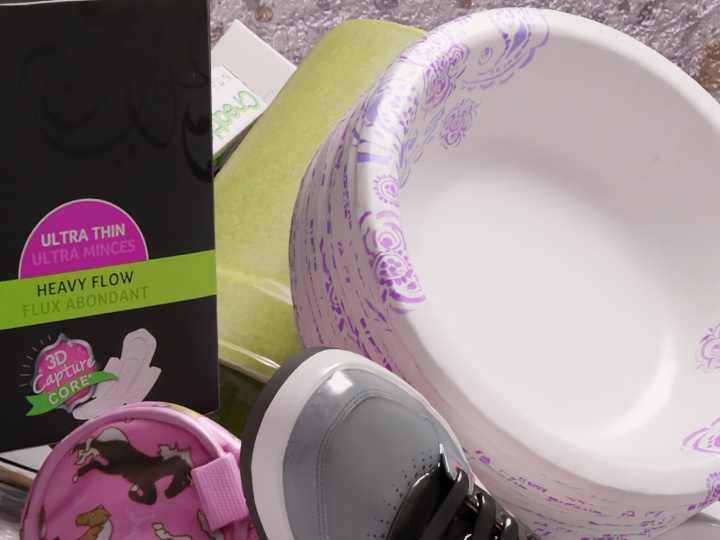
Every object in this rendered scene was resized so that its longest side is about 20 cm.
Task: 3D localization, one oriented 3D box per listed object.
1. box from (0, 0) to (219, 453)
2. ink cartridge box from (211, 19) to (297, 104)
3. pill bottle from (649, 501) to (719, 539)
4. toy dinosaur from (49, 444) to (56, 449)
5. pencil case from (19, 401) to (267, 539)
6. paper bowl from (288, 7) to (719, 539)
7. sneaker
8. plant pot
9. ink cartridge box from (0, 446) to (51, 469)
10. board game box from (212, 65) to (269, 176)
[{"bbox_3d":[-0.161,-0.019,0.710,0.199,0.150,0.124,-9,15,-31],"label":"box"},{"bbox_3d":[-0.009,-0.048,1.193,0.200,0.068,0.116,39,-1,-1],"label":"ink cartridge box"},{"bbox_3d":[0.106,0.136,0.906,0.109,0.110,0.200,20,-2,-12],"label":"pill bottle"},{"bbox_3d":[-0.122,0.091,1.021,0.200,0.060,0.106,44,7,21],"label":"toy dinosaur"},{"bbox_3d":[-0.035,0.096,0.750,0.086,0.083,0.200,32,3,24],"label":"pencil case"},{"bbox_3d":[0.066,0.011,0.808,0.200,0.202,0.104,20,-35,-19],"label":"paper bowl"},{"bbox_3d":[0.049,0.106,0.660,0.120,0.084,0.200,17,-26,41],"label":"sneaker"},{"bbox_3d":[0.000,0.000,0.944,0.200,0.185,0.201,25,-19,9],"label":"plant pot"},{"bbox_3d":[-0.200,-0.011,1.140,0.144,0.201,0.083,19,1,-7],"label":"ink cartridge box"},{"bbox_3d":[-0.122,-0.007,0.944,0.035,0.126,0.200,40,33,1],"label":"board game box"}]
